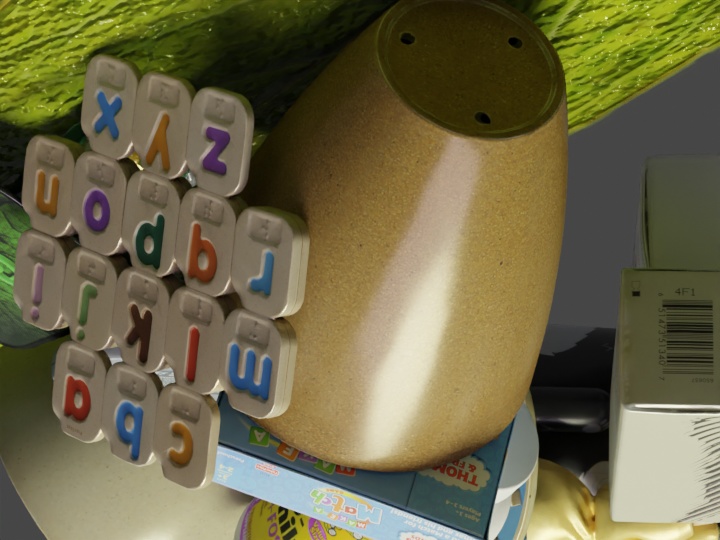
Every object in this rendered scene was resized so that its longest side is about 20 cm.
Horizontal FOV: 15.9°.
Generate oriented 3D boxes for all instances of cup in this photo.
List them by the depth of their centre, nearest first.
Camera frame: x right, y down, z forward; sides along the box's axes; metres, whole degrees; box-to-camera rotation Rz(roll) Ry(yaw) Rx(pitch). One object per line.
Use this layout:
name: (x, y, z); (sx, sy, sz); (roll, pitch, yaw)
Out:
cup: (-0.109, 0.093, 1.556); (0.143, 0.201, 0.200); (-33, 147, 15)

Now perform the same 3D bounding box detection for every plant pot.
plant pot: (0.025, -0.034, 1.248); (0.185, 0.187, 0.201); (6, 142, -13)

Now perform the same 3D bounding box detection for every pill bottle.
pill bottle: (0.016, 0.130, 1.435); (0.104, 0.105, 0.200); (13, 145, -28)

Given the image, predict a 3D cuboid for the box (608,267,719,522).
box: (0.169, 0.071, 1.383); (0.068, 0.083, 0.200); (1, 160, 5)

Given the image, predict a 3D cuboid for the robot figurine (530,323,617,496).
robot figurine: (0.109, 0.092, 1.605); (0.198, 0.125, 0.151); (3, 134, -7)

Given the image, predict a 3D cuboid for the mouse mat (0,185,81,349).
mouse mat: (-0.224, -0.020, 1.389); (0.200, 0.008, 0.160); (36, 149, -25)

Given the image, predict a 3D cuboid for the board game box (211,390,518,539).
board game box: (0.012, 0.046, 1.336); (0.150, 0.201, 0.037); (20, 138, -2)

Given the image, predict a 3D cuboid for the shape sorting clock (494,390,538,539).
shape sorting clock: (0.034, 0.096, 1.514); (0.039, 0.202, 0.199); (-6, 168, -42)

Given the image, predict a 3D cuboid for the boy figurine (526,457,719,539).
boy figurine: (0.176, 0.148, 1.526); (0.198, 0.065, 0.124); (5, 167, 0)

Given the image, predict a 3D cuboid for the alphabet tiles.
alphabet tiles: (-0.101, 0.000, 1.264); (0.199, 0.197, 0.015); (19, -162, 41)

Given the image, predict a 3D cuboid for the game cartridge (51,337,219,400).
game cartridge: (-0.060, 0.046, 1.422); (0.198, 0.041, 0.133); (3, 171, -20)

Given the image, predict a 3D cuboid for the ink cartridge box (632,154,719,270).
ink cartridge box: (0.226, 0.010, 1.448); (0.144, 0.085, 0.200); (-1, 160, 4)

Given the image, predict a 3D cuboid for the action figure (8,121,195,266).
action figure: (-0.137, -0.039, 1.376); (0.117, 0.055, 0.200); (19, 148, -22)
